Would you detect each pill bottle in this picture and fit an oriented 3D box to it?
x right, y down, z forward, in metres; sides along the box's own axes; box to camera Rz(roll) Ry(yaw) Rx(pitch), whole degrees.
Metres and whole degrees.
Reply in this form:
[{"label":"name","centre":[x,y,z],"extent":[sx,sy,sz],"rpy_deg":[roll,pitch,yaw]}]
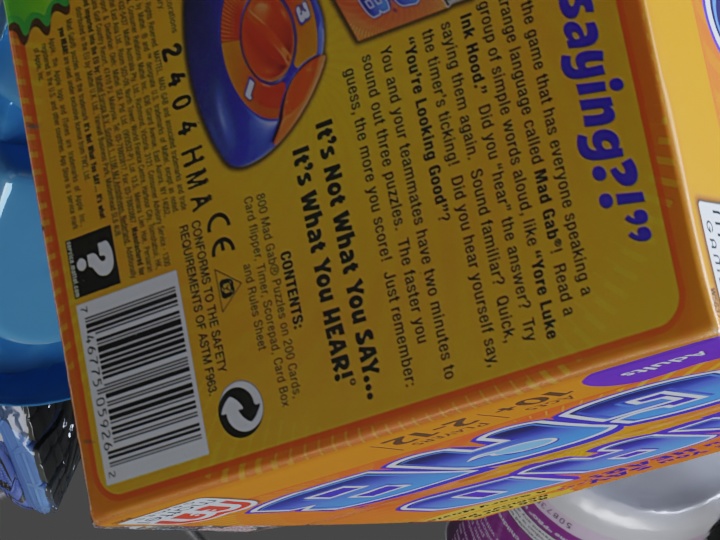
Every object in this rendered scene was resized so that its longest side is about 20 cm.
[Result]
[{"label":"pill bottle","centre":[0.097,0.100,1.250],"extent":[0.112,0.113,0.200],"rpy_deg":[12,148,-4]}]

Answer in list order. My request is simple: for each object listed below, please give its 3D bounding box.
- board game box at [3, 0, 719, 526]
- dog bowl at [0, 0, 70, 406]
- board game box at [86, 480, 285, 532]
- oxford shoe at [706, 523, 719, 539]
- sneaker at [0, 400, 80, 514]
[{"label":"board game box","centre":[0.043,-0.047,0.838],"extent":[0.199,0.201,0.199],"rpy_deg":[-19,166,33]},{"label":"dog bowl","centre":[-0.094,-0.050,0.992],"extent":[0.111,0.050,0.201],"rpy_deg":[6,120,-35]},{"label":"board game box","centre":[0.000,0.000,1.049],"extent":[0.199,0.160,0.097],"rpy_deg":[-13,167,34]},{"label":"oxford shoe","centre":[0.211,0.094,1.102],"extent":[0.084,0.073,0.200],"rpy_deg":[-16,177,-26]},{"label":"sneaker","centre":[-0.170,0.033,1.270],"extent":[0.078,0.076,0.200],"rpy_deg":[6,141,24]}]
